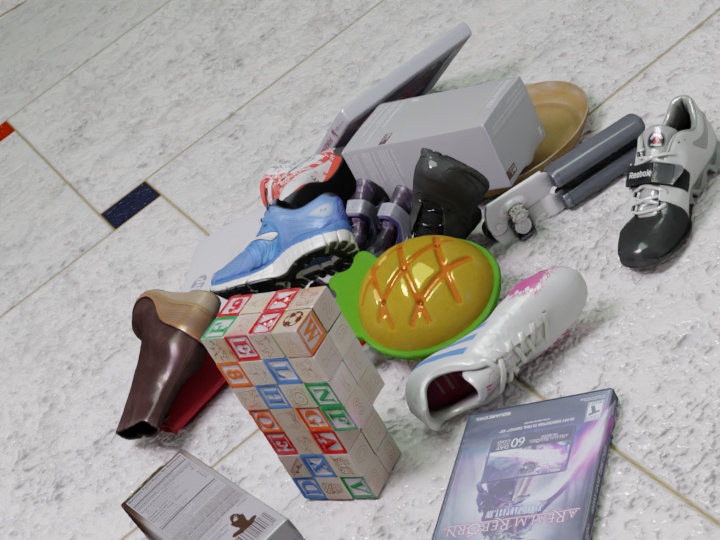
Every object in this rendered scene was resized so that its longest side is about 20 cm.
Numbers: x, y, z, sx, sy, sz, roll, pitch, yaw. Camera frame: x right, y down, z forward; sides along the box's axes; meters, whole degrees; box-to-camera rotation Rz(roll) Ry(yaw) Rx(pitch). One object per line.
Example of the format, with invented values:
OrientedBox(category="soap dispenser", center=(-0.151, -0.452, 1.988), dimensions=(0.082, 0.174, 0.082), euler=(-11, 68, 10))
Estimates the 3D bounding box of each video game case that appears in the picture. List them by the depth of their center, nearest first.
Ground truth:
OrientedBox(category="video game case", center=(0.133, 0.184, 1.220), dimensions=(0.142, 0.019, 0.201), euler=(-14, 33, 30))
OrientedBox(category="video game case", center=(0.036, -0.210, 1.803), dimensions=(0.199, 0.023, 0.182), euler=(-37, -4, -19))

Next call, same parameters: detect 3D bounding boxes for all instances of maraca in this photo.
OrientedBox(category="maraca", center=(0.047, 0.027, 1.443), dimensions=(0.198, 0.107, 0.138), euler=(-3, 52, 32))

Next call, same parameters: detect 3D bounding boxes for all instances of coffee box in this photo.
OrientedBox(category="coffee box", center=(-0.110, 0.244, 1.270), dimensions=(0.080, 0.115, 0.199), euler=(-43, 29, -18))

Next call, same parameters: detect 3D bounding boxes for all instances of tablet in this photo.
OrientedBox(category="tablet", center=(-0.175, 0.012, 1.753), dimensions=(0.129, 0.014, 0.201), euler=(-27, 32, 33))

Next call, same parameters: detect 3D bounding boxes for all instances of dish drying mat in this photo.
OrientedBox(category="dish drying mat", center=(-0.156, 0.103, 1.629), dimensions=(0.200, 0.018, 0.076), euler=(-48, 31, -23))

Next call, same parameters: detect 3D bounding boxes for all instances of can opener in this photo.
OrientedBox(category="can opener", center=(0.211, -0.097, 1.535), dimensions=(0.199, 0.053, 0.067), euler=(-32, 28, 2))

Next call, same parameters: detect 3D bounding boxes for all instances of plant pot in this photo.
OrientedBox(category="plant pot", center=(0.172, -0.145, 1.673), dimensions=(0.199, 0.028, 0.201), euler=(-24, 30, 15))

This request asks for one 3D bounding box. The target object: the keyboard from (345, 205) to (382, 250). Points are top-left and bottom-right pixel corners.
OrientedBox(category="keyboard", center=(-0.055, -0.043, 1.707), dimensions=(0.199, 0.040, 0.105), euler=(-7, 52, 38))

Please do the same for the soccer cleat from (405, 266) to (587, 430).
OrientedBox(category="soccer cleat", center=(0.129, 0.077, 1.333), dimensions=(0.199, 0.070, 0.086), euler=(-37, 19, 7))

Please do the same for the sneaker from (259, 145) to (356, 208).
OrientedBox(category="sneaker", center=(-0.077, -0.079, 1.699), dimensions=(0.107, 0.068, 0.202), euler=(-11, 23, 30))

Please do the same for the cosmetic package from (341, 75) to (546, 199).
OrientedBox(category="cosmetic package", center=(0.093, -0.140, 1.629), dimensions=(0.199, 0.091, 0.107), euler=(-11, 31, 39))

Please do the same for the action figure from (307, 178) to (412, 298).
OrientedBox(category="action figure", center=(0.000, 0.000, 1.582), dimensions=(0.129, 0.069, 0.201), euler=(8, 63, 41))

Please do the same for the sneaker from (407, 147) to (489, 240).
OrientedBox(category="sneaker", center=(0.082, -0.054, 1.495), dimensions=(0.075, 0.200, 0.091), euler=(23, 73, 16))

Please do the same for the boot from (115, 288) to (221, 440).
OrientedBox(category="boot", center=(-0.234, 0.105, 1.617), dimensions=(0.199, 0.072, 0.167), euler=(-16, 44, 59))

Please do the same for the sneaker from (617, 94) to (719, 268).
OrientedBox(category="sneaker", center=(0.286, -0.089, 1.416), dimensions=(0.074, 0.089, 0.201), euler=(-4, 41, 38))

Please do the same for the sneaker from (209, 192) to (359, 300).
OrientedBox(category="sneaker", center=(-0.083, -0.022, 1.570), dimensions=(0.199, 0.078, 0.090), euler=(-26, 56, 33))

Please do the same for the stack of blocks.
OrientedBox(category="stack of blocks", center=(-0.040, 0.113, 1.309), dimensions=(0.114, 0.201, 0.059), euler=(-6, 36, 38))

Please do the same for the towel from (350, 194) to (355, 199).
OrientedBox(category="towel", center=(0.005, -0.106, 1.784), dimensions=(0.199, 0.023, 0.145), euler=(-13, 34, 32))
